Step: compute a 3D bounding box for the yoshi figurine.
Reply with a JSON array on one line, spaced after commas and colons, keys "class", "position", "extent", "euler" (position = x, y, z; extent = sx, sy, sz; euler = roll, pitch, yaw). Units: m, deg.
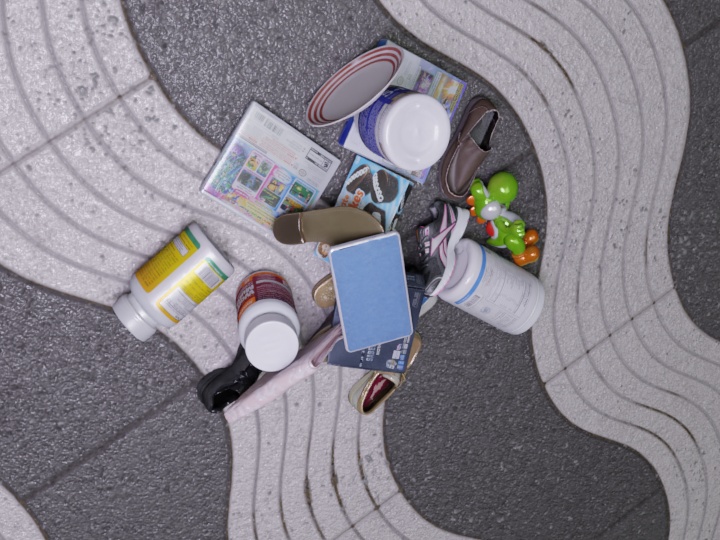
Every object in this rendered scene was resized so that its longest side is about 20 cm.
[{"class": "yoshi figurine", "position": [0.298, -0.115, 1.557], "extent": [0.113, 0.112, 0.200], "euler": [-50, 116, -17]}]

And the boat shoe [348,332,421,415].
[{"class": "boat shoe", "position": [0.060, 0.212, 1.588], "extent": [0.074, 0.066, 0.201], "euler": [38, 91, -27]}]

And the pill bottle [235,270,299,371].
[{"class": "pill bottle", "position": [-0.163, 0.087, 1.377], "extent": [0.107, 0.201, 0.112], "euler": [-4, 113, -10]}]

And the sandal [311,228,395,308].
[{"class": "sandal", "position": [0.003, 0.004, 1.494], "extent": [0.211, 0.070, 0.078], "euler": [-40, 117, -5]}]

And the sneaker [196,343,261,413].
[{"class": "sneaker", "position": [-0.215, 0.192, 1.461], "extent": [0.200, 0.091, 0.076], "euler": [-46, 116, -3]}]

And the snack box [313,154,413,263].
[{"class": "snack box", "position": [0.005, -0.094, 1.443], "extent": [0.115, 0.037, 0.204], "euler": [27, 99, 18]}]

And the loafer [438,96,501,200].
[{"class": "loafer", "position": [0.207, -0.230, 1.494], "extent": [0.072, 0.071, 0.204], "euler": [13, 103, -24]}]

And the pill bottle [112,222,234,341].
[{"class": "pill bottle", "position": [-0.323, 0.024, 1.349], "extent": [0.199, 0.113, 0.113], "euler": [-42, 117, -4]}]

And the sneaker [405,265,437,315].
[{"class": "sneaker", "position": [0.056, 0.078, 1.534], "extent": [0.200, 0.077, 0.112], "euler": [-45, 123, -7]}]

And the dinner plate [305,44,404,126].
[{"class": "dinner plate", "position": [-0.007, -0.304, 1.314], "extent": [0.199, 0.200, 0.024], "euler": [-41, 121, -3]}]

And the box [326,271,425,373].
[{"class": "box", "position": [0.025, 0.091, 1.440], "extent": [0.154, 0.051, 0.204], "euler": [8, 122, -5]}]

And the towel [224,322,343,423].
[{"class": "towel", "position": [-0.124, 0.177, 1.362], "extent": [0.198, 0.191, 0.033], "euler": [-35, 92, 24]}]

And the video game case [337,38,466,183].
[{"class": "video game case", "position": [0.077, -0.288, 1.438], "extent": [0.178, 0.045, 0.204], "euler": [21, 99, -24]}]

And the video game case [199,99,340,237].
[{"class": "video game case", "position": [-0.159, -0.169, 1.399], "extent": [0.198, 0.024, 0.184], "euler": [30, 95, -28]}]

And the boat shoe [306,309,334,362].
[{"class": "boat shoe", "position": [-0.028, 0.100, 1.516], "extent": [0.072, 0.065, 0.200], "euler": [38, 111, -24]}]

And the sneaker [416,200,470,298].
[{"class": "sneaker", "position": [0.139, -0.044, 1.516], "extent": [0.085, 0.080, 0.204], "euler": [26, 65, -14]}]

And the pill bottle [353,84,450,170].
[{"class": "pill bottle", "position": [0.059, -0.244, 1.309], "extent": [0.117, 0.200, 0.123], "euler": [-6, 110, -18]}]

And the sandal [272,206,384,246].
[{"class": "sandal", "position": [-0.048, -0.078, 1.398], "extent": [0.206, 0.070, 0.080], "euler": [2, 101, 18]}]

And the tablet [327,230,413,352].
[{"class": "tablet", "position": [0.020, 0.039, 1.357], "extent": [0.127, 0.014, 0.204], "euler": [-14, 115, -9]}]

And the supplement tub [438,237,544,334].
[{"class": "supplement tub", "position": [0.256, 0.033, 1.569], "extent": [0.197, 0.132, 0.134], "euler": [26, 97, -27]}]
